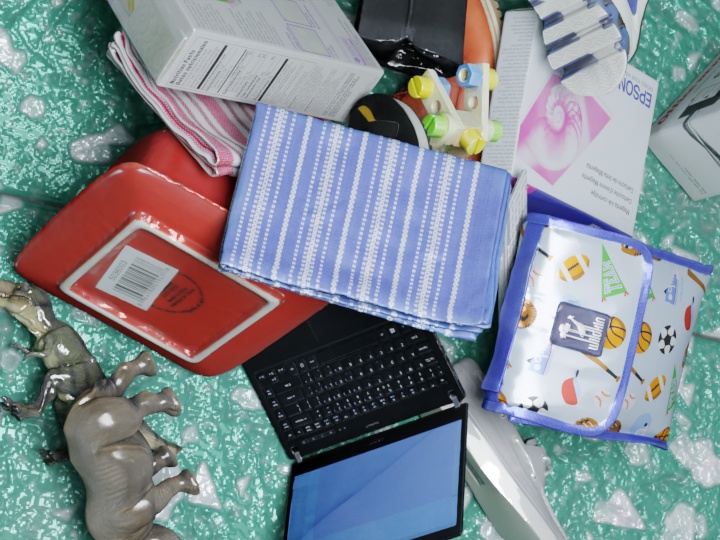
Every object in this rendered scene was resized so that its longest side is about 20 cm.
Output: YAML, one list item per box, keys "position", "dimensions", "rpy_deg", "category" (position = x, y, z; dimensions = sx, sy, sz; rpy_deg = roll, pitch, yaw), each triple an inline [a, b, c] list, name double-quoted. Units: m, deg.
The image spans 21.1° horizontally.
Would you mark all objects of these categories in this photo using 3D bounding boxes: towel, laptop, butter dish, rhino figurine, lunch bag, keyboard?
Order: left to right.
- position: [-0.174, 0.167, 1.481]
  dimensions: [0.087, 0.060, 0.201]
  rpy_deg: [-24, 119, -26]
  category: "rhino figurine"
- position: [-0.131, -0.037, 1.484]
  dimensions: [0.199, 0.200, 0.148]
  rpy_deg: [30, 52, -22]
  category: "butter dish"
- position: [-0.089, -0.128, 1.486]
  dimensions: [0.146, 0.030, 0.200]
  rpy_deg: [49, 28, 23]
  category: "towel"
- position: [-0.017, 0.118, 1.494]
  dimensions: [0.201, 0.177, 0.103]
  rpy_deg: [64, 30, -7]
  category: "laptop"
- position: [0.007, -0.037, 1.387]
  dimensions: [0.199, 0.024, 0.145]
  rpy_deg: [15, 61, -5]
  category: "towel"
- position: [0.127, 0.008, 1.590]
  dimensions: [0.011, 0.201, 0.056]
  rpy_deg: [17, 48, 20]
  category: "keyboard"
- position: [0.186, 0.051, 1.586]
  dimensions: [0.200, 0.124, 0.171]
  rpy_deg: [16, 88, -47]
  category: "lunch bag"

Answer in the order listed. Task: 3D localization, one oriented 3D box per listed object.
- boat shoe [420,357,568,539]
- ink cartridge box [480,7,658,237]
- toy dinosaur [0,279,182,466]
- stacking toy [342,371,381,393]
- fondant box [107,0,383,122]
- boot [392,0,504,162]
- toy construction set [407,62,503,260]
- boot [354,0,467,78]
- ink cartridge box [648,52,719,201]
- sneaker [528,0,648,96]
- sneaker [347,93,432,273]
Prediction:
- position: [0.125, 0.164, 1.631]
  dimensions: [0.068, 0.072, 0.200]
  rpy_deg: [-38, 92, -22]
  category: "boat shoe"
- position: [0.175, -0.096, 1.639]
  dimensions: [0.196, 0.043, 0.201]
  rpy_deg: [20, 76, -49]
  category: "ink cartridge box"
- position: [-0.225, 0.097, 1.490]
  dimensions: [0.200, 0.047, 0.088]
  rpy_deg: [50, 63, -16]
  category: "toy dinosaur"
- position: [0.000, 0.000, 1.584]
  dimensions: [0.085, 0.085, 0.201]
  rpy_deg: [-10, 83, -24]
  category: "stacking toy"
- position: [-0.095, -0.194, 1.484]
  dimensions: [0.200, 0.058, 0.145]
  rpy_deg: [8, 40, -46]
  category: "fondant box"
- position: [0.066, -0.152, 1.623]
  dimensions: [0.107, 0.075, 0.201]
  rpy_deg: [4, 83, -15]
  category: "boot"
- position: [0.068, -0.055, 1.519]
  dimensions: [0.092, 0.131, 0.201]
  rpy_deg: [18, 53, -34]
  category: "toy construction set"
- position: [0.086, -0.250, 1.590]
  dimensions: [0.164, 0.066, 0.201]
  rpy_deg: [7, 59, 8]
  category: "boot"
- position: [0.358, -0.147, 1.681]
  dimensions: [0.083, 0.200, 0.147]
  rpy_deg: [48, 69, -10]
  category: "ink cartridge box"
- position: [0.176, -0.244, 1.575]
  dimensions: [0.115, 0.080, 0.200]
  rpy_deg: [-31, 101, -62]
  category: "sneaker"
- position: [0.004, -0.058, 1.445]
  dimensions: [0.090, 0.070, 0.201]
  rpy_deg: [10, 53, -29]
  category: "sneaker"
